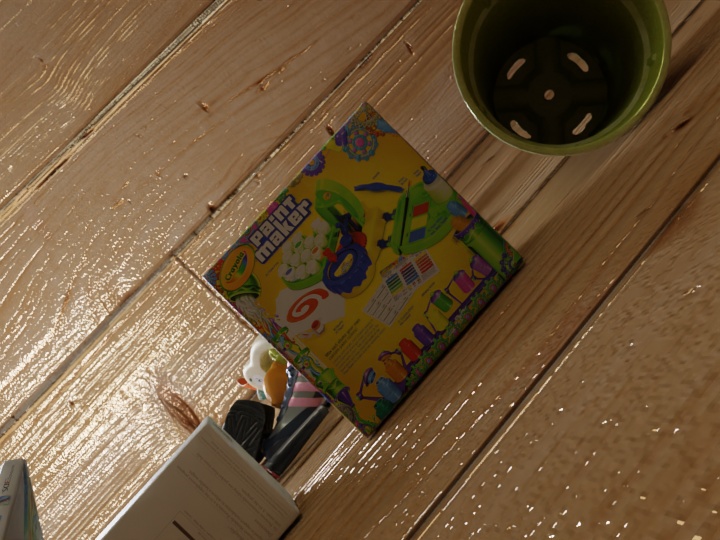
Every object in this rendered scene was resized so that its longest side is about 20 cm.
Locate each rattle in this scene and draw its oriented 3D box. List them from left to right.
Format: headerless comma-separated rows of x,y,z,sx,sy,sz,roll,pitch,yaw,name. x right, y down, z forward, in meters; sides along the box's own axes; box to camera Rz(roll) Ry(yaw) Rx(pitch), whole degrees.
-0.132,0.178,1.217,0.199,0.130,0.145,-28,40,36,rattle

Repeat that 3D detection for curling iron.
-0.105,0.224,0.942,0.200,0.026,0.050,-44,-35,2,curling iron

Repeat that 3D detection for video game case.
-0.264,0.283,0.658,0.022,0.203,0.183,-6,25,-9,video game case

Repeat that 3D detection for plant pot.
0.198,-0.201,0.868,0.201,0.200,0.184,-46,-9,5,plant pot

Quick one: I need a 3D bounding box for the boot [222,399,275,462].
-0.163,0.249,1.119,0.200,0.065,0.167,117,179,-79,boot

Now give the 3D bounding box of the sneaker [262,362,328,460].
-0.075,0.145,1.084,0.201,0.082,0.070,-53,4,-19,sneaker

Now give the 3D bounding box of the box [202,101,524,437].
0.000,0.000,0.756,0.200,0.193,0.122,-46,2,-5,box

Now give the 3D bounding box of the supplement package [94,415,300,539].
-0.159,0.237,0.718,0.200,0.109,0.114,-48,2,-12,supplement package
